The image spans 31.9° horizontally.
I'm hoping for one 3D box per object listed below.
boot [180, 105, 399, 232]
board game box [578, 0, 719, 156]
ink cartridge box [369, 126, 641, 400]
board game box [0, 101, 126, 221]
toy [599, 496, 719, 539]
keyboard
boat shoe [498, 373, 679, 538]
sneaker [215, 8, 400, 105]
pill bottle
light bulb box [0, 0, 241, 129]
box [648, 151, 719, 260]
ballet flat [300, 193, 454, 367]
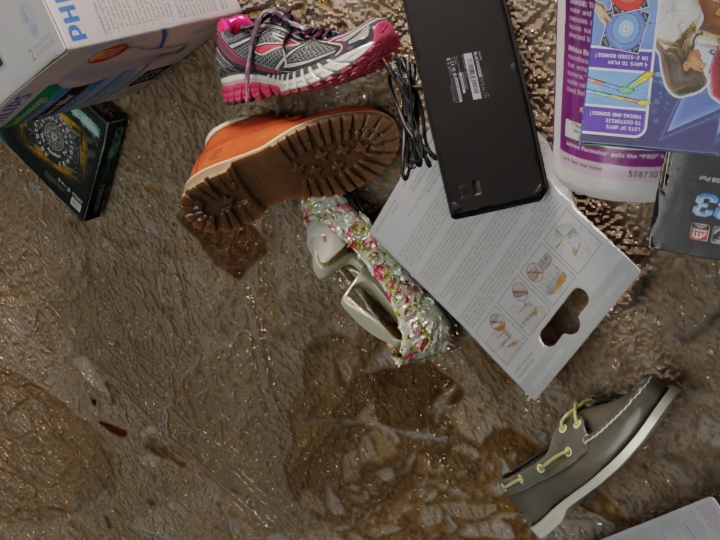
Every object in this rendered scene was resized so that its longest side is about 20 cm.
[{"bbox_3d":[-0.059,-0.111,1.086,0.200,0.107,0.075,-16,127,19],"label":"boot"},{"bbox_3d":[0.228,-0.127,0.694,0.200,0.034,0.136,8,102,16],"label":"board game box"},{"bbox_3d":[0.114,-0.023,0.989,0.200,0.057,0.163,43,131,14],"label":"ink cartridge box"},{"bbox_3d":[-0.333,-0.165,1.344,0.200,0.028,0.135,43,131,21],"label":"board game box"},{"bbox_3d":[0.247,0.243,0.985,0.115,0.047,0.200,55,138,5],"label":"toy"},{"bbox_3d":[0.069,-0.138,0.941,0.040,0.104,0.200,92,167,-83],"label":"keyboard"},{"bbox_3d":[0.174,0.139,0.987,0.060,0.072,0.202,45,136,12],"label":"boat shoe"},{"bbox_3d":[-0.054,-0.185,1.046,0.200,0.081,0.075,-1,105,43],"label":"sneaker"},{"bbox_3d":[0.183,-0.154,0.821,0.112,0.112,0.200,17,119,37],"label":"pill bottle"},{"bbox_3d":[-0.253,-0.228,1.122,0.198,0.200,0.125,-24,91,46],"label":"light bulb box"},{"bbox_3d":[0.283,-0.093,0.727,0.200,0.050,0.199,11,104,15],"label":"box"},{"bbox_3d":[0.000,0.000,1.082,0.200,0.064,0.076,48,155,16],"label":"ballet flat"}]
